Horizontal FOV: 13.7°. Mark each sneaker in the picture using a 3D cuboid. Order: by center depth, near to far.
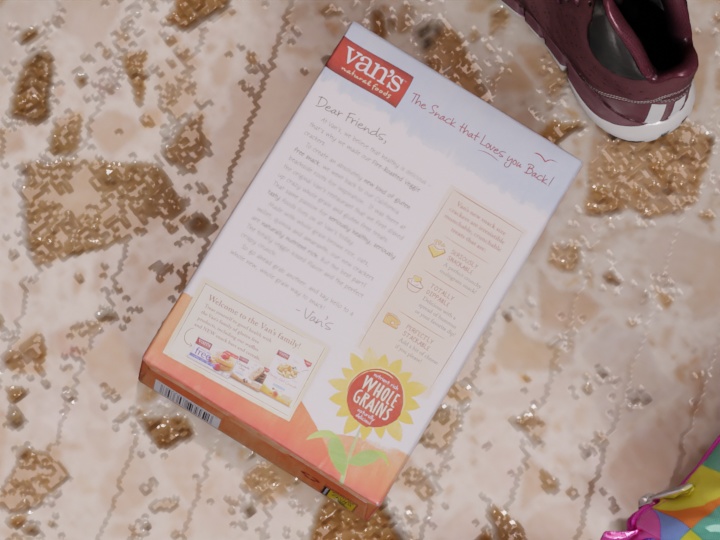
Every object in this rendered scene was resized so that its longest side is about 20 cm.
[{"bbox_3d":[0.102,-0.160,1.470,0.076,0.116,0.200,-41,84,-13],"label":"sneaker"}]

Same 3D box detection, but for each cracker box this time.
[{"bbox_3d":[0.000,0.000,1.451,0.134,0.058,0.200,32,76,1],"label":"cracker box"}]

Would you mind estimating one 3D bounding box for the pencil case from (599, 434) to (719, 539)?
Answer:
[{"bbox_3d":[0.212,0.090,1.441,0.200,0.088,0.088,-43,84,-15],"label":"pencil case"}]
